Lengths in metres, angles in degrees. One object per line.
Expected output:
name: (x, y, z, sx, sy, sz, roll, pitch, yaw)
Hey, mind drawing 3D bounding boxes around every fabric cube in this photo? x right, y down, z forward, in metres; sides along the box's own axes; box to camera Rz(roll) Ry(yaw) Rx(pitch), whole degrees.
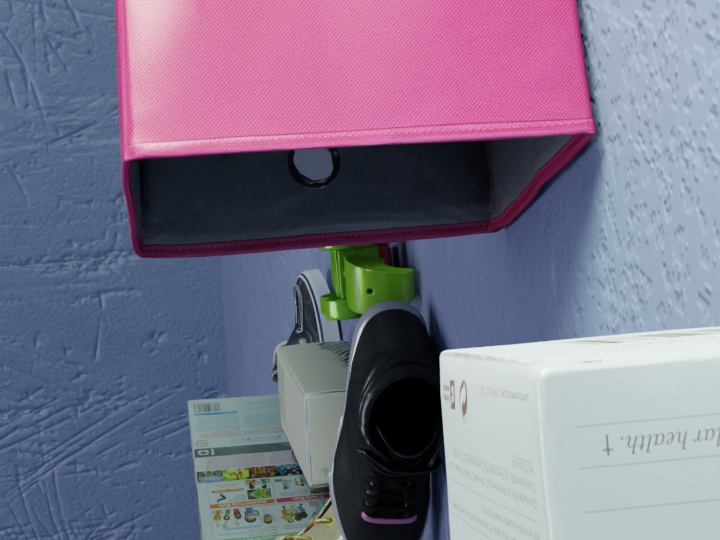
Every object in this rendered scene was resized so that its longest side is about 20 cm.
fabric cube: (-0.019, -0.127, 0.721, 0.200, 0.196, 0.200, 122, 142, -76)

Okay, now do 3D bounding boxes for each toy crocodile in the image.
toy crocodile: (0.000, 0.000, 1.142, 0.200, 0.062, 0.068, -151, 56, -85)

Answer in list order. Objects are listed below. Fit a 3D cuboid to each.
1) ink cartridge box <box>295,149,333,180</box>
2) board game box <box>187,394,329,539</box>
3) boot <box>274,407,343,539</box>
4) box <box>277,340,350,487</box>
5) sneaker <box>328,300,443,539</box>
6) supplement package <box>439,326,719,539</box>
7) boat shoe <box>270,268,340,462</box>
ink cartridge box: (-0.050, -0.161, 1.029, 0.147, 0.086, 0.200, -58, 35, 23)
board game box: (-0.087, 0.212, 1.499, 0.200, 0.147, 0.064, -104, 14, -49)
boot: (-0.042, 0.201, 1.168, 0.073, 0.155, 0.201, 132, 133, -78)
box: (-0.027, 0.118, 1.316, 0.200, 0.068, 0.082, -136, 42, -76)
sneaker: (0.019, 0.130, 1.011, 0.099, 0.070, 0.201, -104, 16, -69)
supplement package: (0.092, 0.115, 0.379, 0.117, 0.117, 0.201, 167, 98, -81)
boat shoe: (-0.054, 0.090, 1.476, 0.072, 0.068, 0.200, 104, 160, -64)
